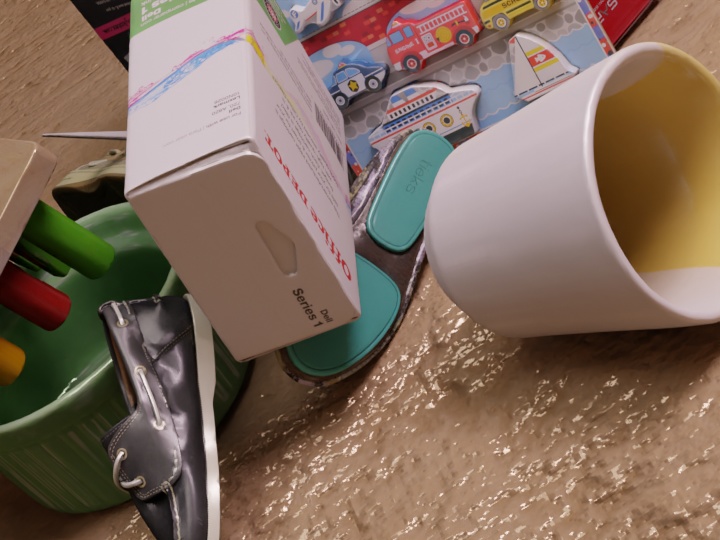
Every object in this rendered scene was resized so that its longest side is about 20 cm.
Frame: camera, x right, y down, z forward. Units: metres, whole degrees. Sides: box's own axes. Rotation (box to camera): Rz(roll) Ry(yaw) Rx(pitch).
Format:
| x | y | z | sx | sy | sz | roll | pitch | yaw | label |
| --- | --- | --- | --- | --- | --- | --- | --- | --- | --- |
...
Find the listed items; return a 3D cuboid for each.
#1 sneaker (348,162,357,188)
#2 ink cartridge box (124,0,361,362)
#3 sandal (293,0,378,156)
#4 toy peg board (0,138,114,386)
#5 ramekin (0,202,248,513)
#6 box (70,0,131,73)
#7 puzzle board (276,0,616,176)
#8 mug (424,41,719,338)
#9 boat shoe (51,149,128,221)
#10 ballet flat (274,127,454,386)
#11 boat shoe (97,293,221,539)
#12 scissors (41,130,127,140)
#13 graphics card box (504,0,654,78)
| x | y | z | sx | sy | sz | roll | pitch | yaw | label |
| --- | --- | --- | --- | --- | --- | --- | --- | --- | --- |
| -0.052 | -0.056 | 1.404 | 0.082 | 0.074 | 0.200 | -24 | 24 | 33 | sneaker |
| -0.069 | -0.069 | 1.224 | 0.084 | 0.145 | 0.200 | -22 | 38 | 13 | ink cartridge box |
| -0.008 | -0.159 | 1.369 | 0.075 | 0.201 | 0.048 | -36 | -2 | -3 | sandal |
| -0.260 | 0.023 | 1.318 | 0.200 | 0.098 | 0.199 | 9 | 70 | 52 | toy peg board |
| -0.167 | 0.060 | 1.335 | 0.200 | 0.098 | 0.200 | -27 | 32 | 19 | ramekin |
| -0.114 | -0.197 | 1.519 | 0.106 | 0.200 | 0.122 | -10 | 41 | 39 | box |
| 0.046 | -0.148 | 1.308 | 0.200 | 0.151 | 0.017 | -24 | 13 | 30 | puzzle board |
| 0.129 | -0.027 | 1.139 | 0.153 | 0.186 | 0.150 | -18 | 68 | 45 | mug |
| -0.140 | -0.055 | 1.418 | 0.063 | 0.073 | 0.201 | -46 | 22 | -23 | boat shoe |
| 0.000 | 0.000 | 1.287 | 0.072 | 0.072 | 0.200 | -3 | 45 | 44 | ballet flat |
| -0.115 | 0.109 | 1.184 | 0.072 | 0.067 | 0.200 | 123 | 144 | -62 | boat shoe |
| -0.133 | -0.091 | 1.426 | 0.073 | 0.200 | 0.014 | 26 | 108 | 22 | scissors |
| 0.092 | -0.168 | 1.414 | 0.126 | 0.051 | 0.200 | -50 | 31 | -17 | graphics card box |
